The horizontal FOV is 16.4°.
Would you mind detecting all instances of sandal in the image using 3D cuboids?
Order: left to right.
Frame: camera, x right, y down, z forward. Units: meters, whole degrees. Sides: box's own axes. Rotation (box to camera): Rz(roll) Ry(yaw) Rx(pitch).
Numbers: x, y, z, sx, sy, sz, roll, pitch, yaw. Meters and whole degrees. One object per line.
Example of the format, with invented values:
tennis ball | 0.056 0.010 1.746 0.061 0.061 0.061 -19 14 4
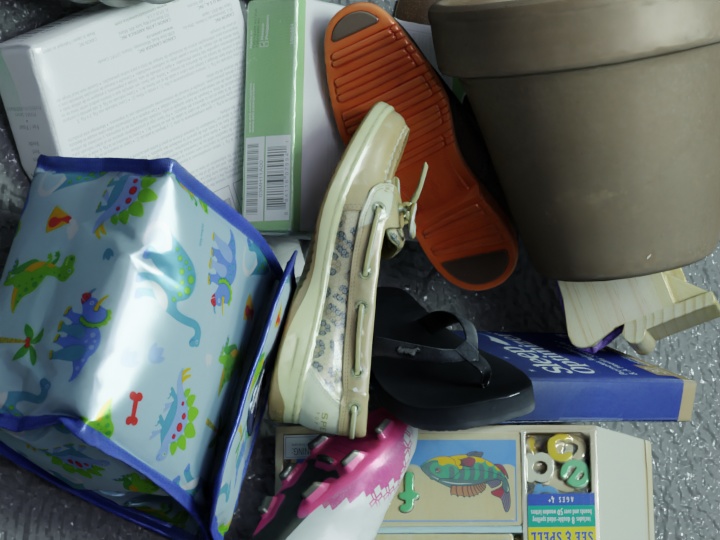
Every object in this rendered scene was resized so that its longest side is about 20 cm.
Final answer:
sandal | 0.033 0.046 1.494 0.076 0.200 0.043 -18 116 -24

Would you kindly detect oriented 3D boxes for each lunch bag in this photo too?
lunch bag | -0.113 0.051 1.426 0.200 0.127 0.171 43 59 -50

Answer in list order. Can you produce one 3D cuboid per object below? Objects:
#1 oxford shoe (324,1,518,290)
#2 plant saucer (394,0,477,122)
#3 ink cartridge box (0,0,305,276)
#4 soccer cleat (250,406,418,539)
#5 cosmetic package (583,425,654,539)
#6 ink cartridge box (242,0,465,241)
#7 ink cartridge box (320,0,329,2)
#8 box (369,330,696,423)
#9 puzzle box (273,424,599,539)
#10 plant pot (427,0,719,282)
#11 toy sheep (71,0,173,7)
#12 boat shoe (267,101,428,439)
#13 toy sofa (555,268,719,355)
oxford shoe | 0.037 -0.084 1.549 0.201 0.071 0.073 62 22 -22
plant saucer | 0.111 -0.138 1.700 0.199 0.034 0.202 10 71 -32
ink cartridge box | -0.125 -0.066 1.515 0.161 0.050 0.201 -27 111 -38
soccer cleat | -0.025 0.169 1.463 0.200 0.070 0.086 -47 112 -21
cosmetic package | 0.126 0.205 1.560 0.073 0.103 0.201 17 68 -49
ink cartridge box | 0.010 -0.089 1.586 0.199 0.048 0.147 5 85 -50
ink cartridge box | -0.064 -0.251 1.516 0.200 0.173 0.044 36 51 -22
box | 0.099 0.067 1.578 0.199 0.121 0.033 1 103 -35
puzzle box | 0.045 0.160 1.503 0.199 0.025 0.134 -1 74 1
plant pot | 0.150 -0.090 1.507 0.199 0.200 0.176 -17 103 -37
toy sheep | -0.153 -0.219 1.455 0.199 0.138 0.138 27 51 23
boat shoe | 0.000 0.000 1.473 0.062 0.073 0.201 16 80 6
toy sofa | 0.156 -0.045 1.620 0.083 0.097 0.201 31 38 -77
